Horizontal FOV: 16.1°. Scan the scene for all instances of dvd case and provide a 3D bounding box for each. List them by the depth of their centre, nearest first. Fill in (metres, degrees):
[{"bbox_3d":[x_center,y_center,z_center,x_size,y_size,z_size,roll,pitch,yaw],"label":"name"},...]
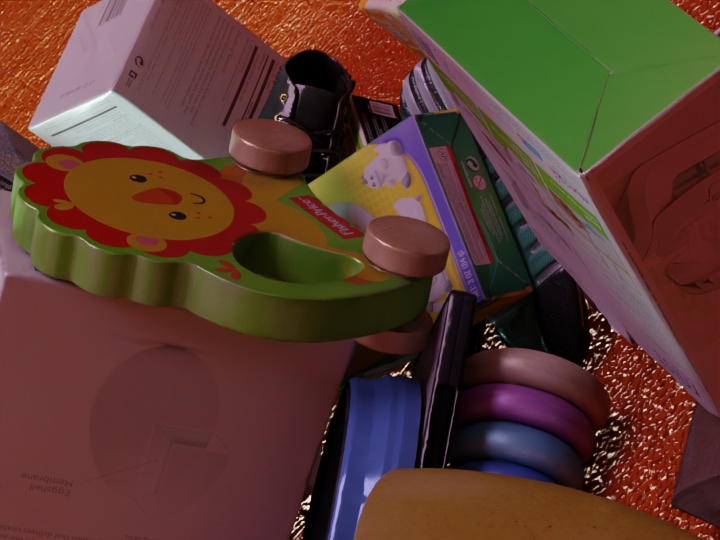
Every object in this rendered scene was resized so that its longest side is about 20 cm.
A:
[{"bbox_3d":[0.028,0.124,1.359,0.143,0.017,0.201,109,173,-70],"label":"dvd case"}]

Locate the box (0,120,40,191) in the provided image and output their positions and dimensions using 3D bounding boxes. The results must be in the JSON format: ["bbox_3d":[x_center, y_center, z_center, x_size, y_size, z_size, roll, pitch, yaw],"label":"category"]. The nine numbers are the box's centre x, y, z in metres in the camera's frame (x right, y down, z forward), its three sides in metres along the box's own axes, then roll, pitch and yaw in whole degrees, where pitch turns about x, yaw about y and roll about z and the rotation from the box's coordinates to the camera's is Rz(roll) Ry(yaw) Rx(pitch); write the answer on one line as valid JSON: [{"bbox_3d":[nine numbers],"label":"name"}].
[{"bbox_3d":[-0.239,0.004,1.861,0.132,0.200,0.115,-21,42,47],"label":"box"}]

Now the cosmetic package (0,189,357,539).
[{"bbox_3d":[-0.132,0.082,1.419,0.123,0.199,0.200,-118,43,-63],"label":"cosmetic package"}]

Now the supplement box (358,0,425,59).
[{"bbox_3d":[0.101,-0.150,1.579,0.074,0.126,0.200,-55,25,-9],"label":"supplement box"}]

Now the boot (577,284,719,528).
[{"bbox_3d":[0.172,0.055,1.286,0.186,0.064,0.200,-24,42,41],"label":"boot"}]

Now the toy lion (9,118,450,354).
[{"bbox_3d":[-0.081,-0.017,1.355,0.200,0.191,0.069,36,124,40],"label":"toy lion"}]

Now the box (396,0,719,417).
[{"bbox_3d":[0.128,-0.054,1.231,0.097,0.177,0.200,-37,37,-3],"label":"box"}]

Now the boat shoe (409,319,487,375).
[{"bbox_3d":[0.073,-0.006,1.521,0.075,0.062,0.201,143,140,-65],"label":"boat shoe"}]

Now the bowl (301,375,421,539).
[{"bbox_3d":[-0.009,0.153,1.367,0.201,0.039,0.201,-168,90,-87],"label":"bowl"}]

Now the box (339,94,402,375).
[{"bbox_3d":[0.005,-0.026,1.616,0.200,0.035,0.110,-106,32,-66],"label":"box"}]

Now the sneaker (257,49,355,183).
[{"bbox_3d":[-0.046,-0.054,1.612,0.200,0.075,0.106,-99,28,-51],"label":"sneaker"}]

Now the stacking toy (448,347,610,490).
[{"bbox_3d":[0.070,0.145,1.332,0.085,0.085,0.200,-17,50,50],"label":"stacking toy"}]

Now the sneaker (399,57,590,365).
[{"bbox_3d":[0.100,-0.039,1.462,0.074,0.087,0.200,-33,74,42],"label":"sneaker"}]

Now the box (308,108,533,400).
[{"bbox_3d":[0.000,0.000,1.473,0.200,0.048,0.118,-33,74,44],"label":"box"}]

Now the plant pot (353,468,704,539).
[{"bbox_3d":[0.094,0.181,1.144,0.142,0.200,0.200,-8,44,19],"label":"plant pot"}]

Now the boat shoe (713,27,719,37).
[{"bbox_3d":[0.186,-0.107,1.431,0.202,0.086,0.075,-36,31,31],"label":"boat shoe"}]

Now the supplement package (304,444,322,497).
[{"bbox_3d":[-0.143,0.104,1.621,0.200,0.152,0.151,-39,22,26],"label":"supplement package"}]

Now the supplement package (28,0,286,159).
[{"bbox_3d":[-0.109,-0.098,1.775,0.114,0.200,0.110,-17,44,49],"label":"supplement package"}]
